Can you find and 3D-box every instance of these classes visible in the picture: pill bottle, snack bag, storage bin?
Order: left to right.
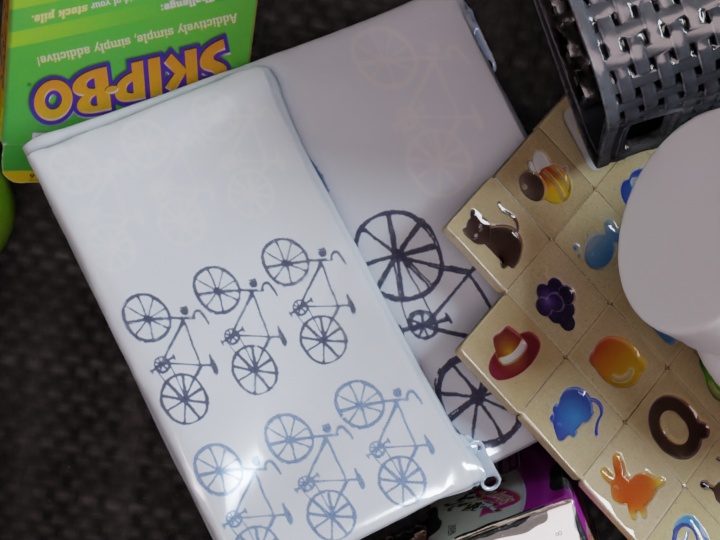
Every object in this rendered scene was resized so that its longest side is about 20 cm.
[{"bbox_3d":[0.000,0.000,0.813,0.199,0.021,0.189,-22,77,-23],"label":"snack bag"},{"bbox_3d":[0.097,-0.152,0.787,0.093,0.135,0.201,-20,83,2],"label":"storage bin"},{"bbox_3d":[0.192,0.011,0.797,0.199,0.112,0.113,20,97,-34],"label":"pill bottle"}]

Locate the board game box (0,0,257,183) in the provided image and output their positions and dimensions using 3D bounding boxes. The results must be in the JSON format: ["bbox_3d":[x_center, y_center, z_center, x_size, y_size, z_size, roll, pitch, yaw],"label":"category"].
[{"bbox_3d":[-0.084,-0.122,0.812,0.095,0.030,0.201,0,122,-15],"label":"board game box"}]

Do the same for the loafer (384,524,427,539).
[{"bbox_3d":[-0.050,0.140,0.860,0.199,0.073,0.071,-6,86,-26],"label":"loafer"}]

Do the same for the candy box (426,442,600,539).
[{"bbox_3d":[0.086,0.172,0.843,0.061,0.136,0.201,-21,96,5],"label":"candy box"}]

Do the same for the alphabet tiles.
[{"bbox_3d":[0.125,0.028,0.840,0.200,0.006,0.166,47,55,-6],"label":"alphabet tiles"}]

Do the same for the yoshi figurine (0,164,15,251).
[{"bbox_3d":[-0.208,-0.059,0.848,0.112,0.112,0.200,-36,81,-33],"label":"yoshi figurine"}]
